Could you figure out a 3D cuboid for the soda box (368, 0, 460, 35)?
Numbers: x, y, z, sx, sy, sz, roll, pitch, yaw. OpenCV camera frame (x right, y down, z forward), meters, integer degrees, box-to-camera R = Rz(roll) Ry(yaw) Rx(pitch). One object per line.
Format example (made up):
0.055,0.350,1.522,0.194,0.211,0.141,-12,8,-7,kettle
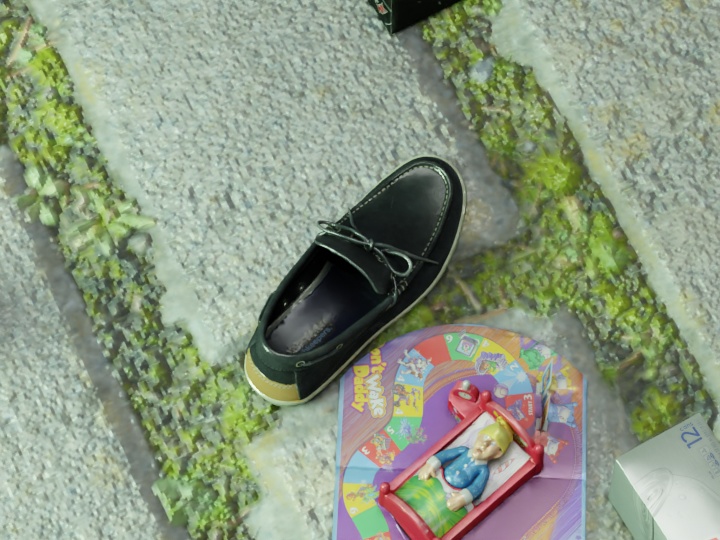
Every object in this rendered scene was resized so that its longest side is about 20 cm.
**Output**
0.091,-0.238,1.869,0.199,0.071,0.064,-27,67,-12,soda box

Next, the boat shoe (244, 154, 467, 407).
0.000,0.000,1.762,0.074,0.062,0.200,35,68,17,boat shoe

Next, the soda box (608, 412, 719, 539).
0.226,0.190,1.671,0.063,0.068,0.201,-27,68,-12,soda box

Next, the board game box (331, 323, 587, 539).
0.062,0.117,1.718,0.157,0.039,0.201,3,64,1,board game box
